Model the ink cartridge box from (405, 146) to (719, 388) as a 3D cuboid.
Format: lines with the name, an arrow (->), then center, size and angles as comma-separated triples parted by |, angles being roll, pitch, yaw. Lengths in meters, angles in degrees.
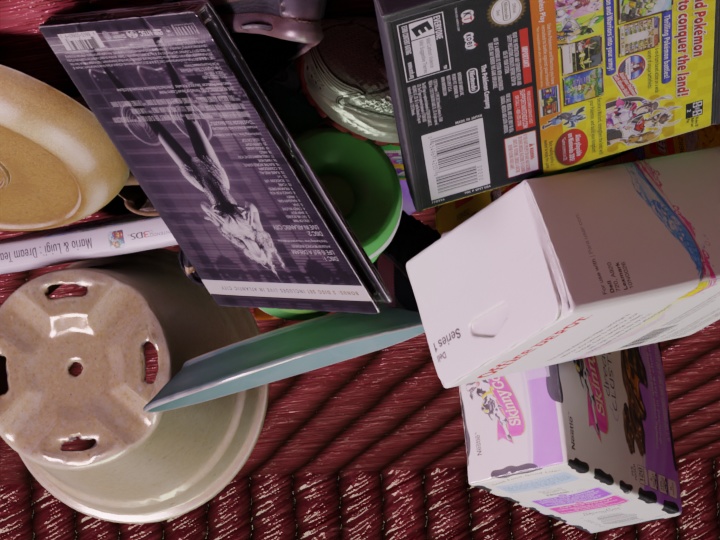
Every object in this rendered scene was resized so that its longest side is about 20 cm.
ink cartridge box -> 0.149, -0.005, 1.473 | 0.199, 0.084, 0.145 | -11, 166, -33

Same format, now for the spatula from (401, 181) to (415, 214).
spatula -> 0.072, -0.065, 1.762 | 0.056, 0.021, 0.199 | 11, 161, -42

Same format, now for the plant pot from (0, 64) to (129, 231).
plant pot -> -0.236, -0.071, 1.468 | 0.199, 0.028, 0.200 | 11, 156, 5

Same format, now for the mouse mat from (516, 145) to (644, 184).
mouse mat -> 0.161, -0.113, 1.372 | 0.199, 0.008, 0.161 | -22, 151, 9

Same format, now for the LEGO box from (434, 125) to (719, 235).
LEGO box -> 0.166, -0.050, 1.665 | 0.148, 0.078, 0.200 | 7, 159, -33

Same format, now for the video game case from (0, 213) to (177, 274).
video game case -> -0.147, -0.029, 1.738 | 0.181, 0.024, 0.200 | -9, -176, 26

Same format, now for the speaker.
speaker -> -0.029, -0.025, 1.477 | 0.088, 0.089, 0.200 | -2, 169, -9

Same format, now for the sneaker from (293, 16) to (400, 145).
sneaker -> 0.056, -0.121, 1.392 | 0.199, 0.078, 0.082 | -1, 151, -22

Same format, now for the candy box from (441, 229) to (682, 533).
candy box -> 0.133, 0.070, 1.623 | 0.071, 0.169, 0.200 | -14, 160, 25

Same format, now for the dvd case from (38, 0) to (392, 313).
dvd case -> -0.079, -0.059, 1.355 | 0.148, 0.201, 0.016 | 2, -140, 50

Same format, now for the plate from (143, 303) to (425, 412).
plate -> -0.045, 0.051, 1.579 | 0.199, 0.026, 0.200 | -18, 175, -1

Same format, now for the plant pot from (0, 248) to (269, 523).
plant pot -> -0.177, 0.074, 1.716 | 0.199, 0.202, 0.183 | -5, 174, 8

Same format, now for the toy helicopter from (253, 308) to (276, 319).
toy helicopter -> -0.033, -0.004, 1.779 | 0.131, 0.079, 0.200 | -6, -177, 12

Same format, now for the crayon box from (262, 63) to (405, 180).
crayon box -> 0.028, -0.096, 1.504 | 0.199, 0.059, 0.119 | -1, 168, -11

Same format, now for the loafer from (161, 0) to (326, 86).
loafer -> -0.062, -0.125, 1.317 | 0.071, 0.063, 0.200 | 1, 168, -18

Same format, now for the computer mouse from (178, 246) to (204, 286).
computer mouse -> -0.105, -0.050, 1.537 | 0.058, 0.034, 0.201 | 23, 145, 18

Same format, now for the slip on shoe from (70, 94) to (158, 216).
slip on shoe -> -0.134, -0.063, 1.608 | 0.076, 0.061, 0.200 | -8, 168, 19

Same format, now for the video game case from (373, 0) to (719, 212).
video game case -> 0.103, -0.112, 1.308 | 0.180, 0.026, 0.200 | -16, 152, -2

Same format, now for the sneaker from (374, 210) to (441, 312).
sneaker -> 0.000, 0.000, 1.648 | 0.199, 0.070, 0.082 | 33, 126, -9
